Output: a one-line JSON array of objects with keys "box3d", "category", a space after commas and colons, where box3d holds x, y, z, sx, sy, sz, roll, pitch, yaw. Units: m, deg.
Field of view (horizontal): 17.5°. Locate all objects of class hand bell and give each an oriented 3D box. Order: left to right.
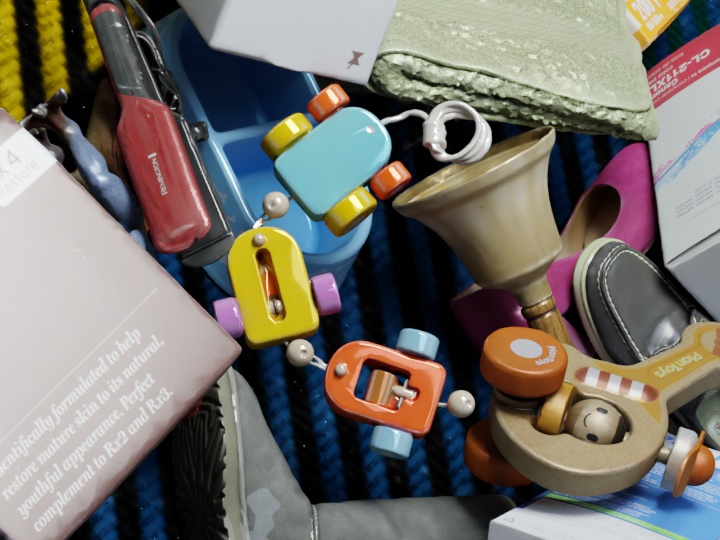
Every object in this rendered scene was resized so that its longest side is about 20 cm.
[{"box3d": [0.108, 0.027, 1.363, 0.104, 0.104, 0.200, -33, 100, -41], "category": "hand bell"}]

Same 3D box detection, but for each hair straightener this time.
[{"box3d": [-0.119, -0.087, 1.302, 0.200, 0.041, 0.077, 63, 11, 23], "category": "hair straightener"}]

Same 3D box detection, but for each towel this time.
[{"box3d": [0.081, -0.143, 1.412, 0.200, 0.036, 0.148, 9, 39, -19], "category": "towel"}]

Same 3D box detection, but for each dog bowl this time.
[{"box3d": [-0.063, -0.074, 1.376, 0.111, 0.050, 0.200, -16, 73, -38], "category": "dog bowl"}]

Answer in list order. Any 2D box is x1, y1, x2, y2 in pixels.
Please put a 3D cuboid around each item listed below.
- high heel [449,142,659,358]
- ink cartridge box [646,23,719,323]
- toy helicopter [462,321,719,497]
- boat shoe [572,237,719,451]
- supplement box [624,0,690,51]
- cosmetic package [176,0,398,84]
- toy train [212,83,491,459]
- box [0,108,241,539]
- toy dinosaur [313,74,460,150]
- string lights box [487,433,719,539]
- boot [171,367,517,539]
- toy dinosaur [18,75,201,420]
[{"box3d": [0.123, -0.022, 1.459, 0.096, 0.067, 0.200, 40, 62, -22], "category": "high heel"}, {"box3d": [0.256, -0.042, 1.488, 0.146, 0.083, 0.200, 44, 29, -29], "category": "ink cartridge box"}, {"box3d": [0.161, 0.075, 1.300, 0.132, 0.079, 0.200, 32, 38, 33], "category": "toy helicopter"}, {"box3d": [0.205, 0.061, 1.429, 0.072, 0.066, 0.201, -45, 112, -27], "category": "boat shoe"}, {"box3d": [0.125, -0.226, 1.557, 0.200, 0.074, 0.126, 47, 37, -2], "category": "supplement box"}, {"box3d": [-0.061, -0.188, 1.361, 0.101, 0.071, 0.200, 11, 24, -28], "category": "cosmetic package"}, {"box3d": [0.000, 0.000, 1.294, 0.150, 0.056, 0.200, 12, 77, -1], "category": "toy train"}, {"box3d": [-0.198, 0.066, 1.106, 0.164, 0.200, 0.166, 46, 50, -3], "category": "box"}, {"box3d": [0.049, -0.140, 1.471, 0.200, 0.077, 0.102, -25, 87, -37], "category": "toy dinosaur"}, {"box3d": [0.162, 0.151, 1.298, 0.200, 0.103, 0.059, -18, 119, -54], "category": "string lights box"}, {"box3d": [0.002, 0.134, 1.287, 0.200, 0.073, 0.182, -2, 78, -28], "category": "boot"}, {"box3d": [-0.124, -0.011, 1.266, 0.182, 0.105, 0.200, 53, 46, -3], "category": "toy dinosaur"}]
